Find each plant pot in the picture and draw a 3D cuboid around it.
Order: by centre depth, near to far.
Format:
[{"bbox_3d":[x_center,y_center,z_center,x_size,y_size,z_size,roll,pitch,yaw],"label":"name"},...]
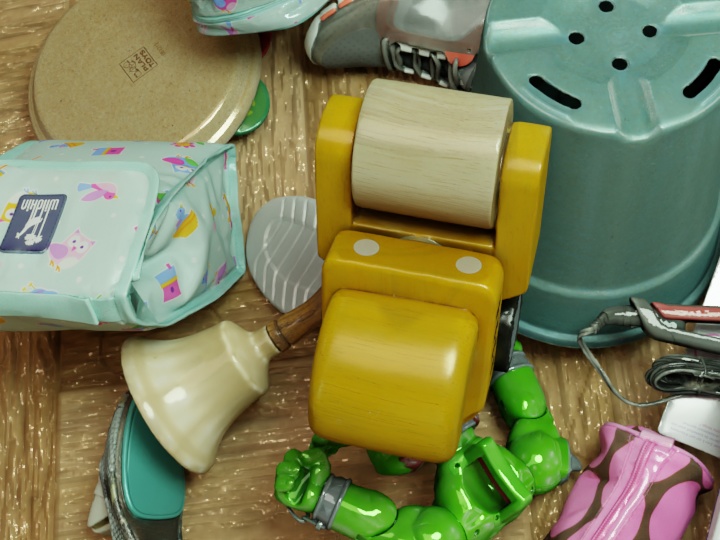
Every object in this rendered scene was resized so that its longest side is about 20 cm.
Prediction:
[{"bbox_3d":[0.147,-0.087,0.778,0.198,0.197,0.202,-1,59,2],"label":"plant pot"}]

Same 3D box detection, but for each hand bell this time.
[{"bbox_3d":[-0.048,0.038,0.824,0.199,0.104,0.105,-33,65,8],"label":"hand bell"}]

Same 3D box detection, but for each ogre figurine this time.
[{"bbox_3d":[0.052,0.118,0.785,0.199,0.098,0.120,-20,62,-46],"label":"ogre figurine"}]

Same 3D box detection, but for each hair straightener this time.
[{"bbox_3d":[0.228,0.058,0.750,0.198,0.041,0.078,5,82,0],"label":"hair straightener"}]

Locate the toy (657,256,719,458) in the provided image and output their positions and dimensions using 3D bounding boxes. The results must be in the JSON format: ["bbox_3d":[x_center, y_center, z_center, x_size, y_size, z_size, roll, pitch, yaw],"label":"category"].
[{"bbox_3d":[0.275,0.032,0.797,0.114,0.047,0.202,21,84,9],"label":"toy"}]

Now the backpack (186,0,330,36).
[{"bbox_3d":[-0.062,-0.255,0.915,0.165,0.128,0.200,-10,24,27],"label":"backpack"}]

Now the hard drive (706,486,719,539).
[{"bbox_3d":[0.279,0.110,0.710,0.131,0.025,0.202,16,82,6],"label":"hard drive"}]

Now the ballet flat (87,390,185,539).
[{"bbox_3d":[-0.150,0.179,0.830,0.071,0.072,0.202,-18,65,5],"label":"ballet flat"}]

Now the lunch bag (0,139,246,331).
[{"bbox_3d":[-0.187,-0.019,0.836,0.168,0.200,0.123,3,110,15],"label":"lunch bag"}]

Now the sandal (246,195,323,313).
[{"bbox_3d":[-0.003,0.007,0.871,0.202,0.050,0.083,23,90,38],"label":"sandal"}]

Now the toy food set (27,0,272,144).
[{"bbox_3d":[-0.164,-0.149,0.973,0.199,0.049,0.198,34,79,23],"label":"toy food set"}]

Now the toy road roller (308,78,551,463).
[{"bbox_3d":[0.030,0.011,0.687,0.122,0.201,0.147,10,42,10],"label":"toy road roller"}]

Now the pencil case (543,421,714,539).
[{"bbox_3d":[0.133,0.182,0.746,0.090,0.094,0.201,25,73,35],"label":"pencil case"}]

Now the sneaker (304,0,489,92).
[{"bbox_3d":[0.056,-0.170,0.920,0.198,0.077,0.083,-12,72,8],"label":"sneaker"}]
